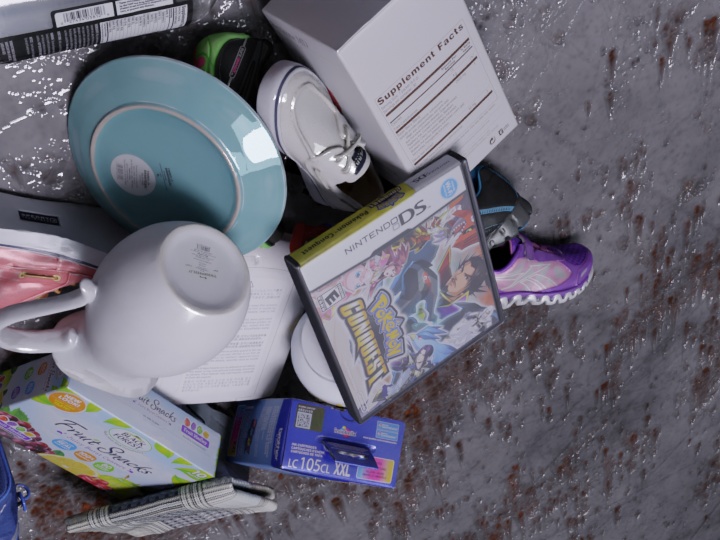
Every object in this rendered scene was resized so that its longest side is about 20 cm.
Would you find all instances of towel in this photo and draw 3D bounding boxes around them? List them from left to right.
[{"bbox_3d":[-0.202,0.272,1.067,0.192,0.035,0.200,-15,162,6],"label":"towel"}]

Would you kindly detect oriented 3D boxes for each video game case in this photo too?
[{"bbox_3d":[0.040,0.020,0.857,0.181,0.025,0.200,-33,130,-17],"label":"video game case"}]

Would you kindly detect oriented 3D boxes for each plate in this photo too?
[{"bbox_3d":[-0.159,-0.082,0.793,0.200,0.026,0.200,11,131,13],"label":"plate"}]

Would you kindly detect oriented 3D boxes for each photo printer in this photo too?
[{"bbox_3d":[-0.140,0.043,0.969,0.166,0.069,0.200,0,127,-32],"label":"photo printer"}]

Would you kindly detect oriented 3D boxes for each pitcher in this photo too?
[{"bbox_3d":[-0.199,0.034,0.792,0.171,0.121,0.200,11,150,-37],"label":"pitcher"}]

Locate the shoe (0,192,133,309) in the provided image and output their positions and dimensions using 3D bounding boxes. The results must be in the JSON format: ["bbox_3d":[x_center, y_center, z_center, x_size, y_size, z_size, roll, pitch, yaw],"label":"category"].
[{"bbox_3d":[-0.279,-0.008,0.848,0.200,0.071,0.091,12,125,-34],"label":"shoe"}]

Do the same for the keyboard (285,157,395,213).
[{"bbox_3d":[-0.021,-0.109,0.946,0.200,0.040,0.104,14,95,-37],"label":"keyboard"}]

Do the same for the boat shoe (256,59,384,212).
[{"bbox_3d":[-0.024,-0.105,0.816,0.071,0.070,0.200,-60,154,-17],"label":"boat shoe"}]

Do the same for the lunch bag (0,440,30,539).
[{"bbox_3d":[-0.423,0.235,0.921,0.200,0.136,0.132,-8,131,-26],"label":"lunch bag"}]

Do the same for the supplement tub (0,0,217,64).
[{"bbox_3d":[-0.186,-0.224,0.672,0.200,0.123,0.123,-18,134,-18],"label":"supplement tub"}]

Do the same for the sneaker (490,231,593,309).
[{"bbox_3d":[0.191,-0.008,1.121,0.200,0.080,0.089,-12,124,-21],"label":"sneaker"}]

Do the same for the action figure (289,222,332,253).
[{"bbox_3d":[0.000,0.000,0.974,0.200,0.065,0.099,-6,107,-61],"label":"action figure"}]

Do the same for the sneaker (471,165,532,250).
[{"bbox_3d":[0.093,-0.027,1.032,0.200,0.073,0.082,-47,107,-12],"label":"sneaker"}]

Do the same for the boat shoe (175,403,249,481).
[{"bbox_3d":[-0.190,0.189,1.081,0.067,0.074,0.200,-10,138,14],"label":"boat shoe"}]

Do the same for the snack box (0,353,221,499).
[{"bbox_3d":[-0.258,0.157,0.952,0.142,0.053,0.200,-20,136,30],"label":"snack box"}]

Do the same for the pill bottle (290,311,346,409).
[{"bbox_3d":[-0.014,0.088,0.997,0.112,0.112,0.200,-29,167,-6],"label":"pill bottle"}]

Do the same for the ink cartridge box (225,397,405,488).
[{"bbox_3d":[-0.045,0.184,1.021,0.136,0.200,0.076,15,74,-24],"label":"ink cartridge box"}]

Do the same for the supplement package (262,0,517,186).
[{"bbox_3d":[0.030,-0.176,0.831,0.120,0.121,0.200,-44,136,-7],"label":"supplement package"}]

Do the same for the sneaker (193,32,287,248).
[{"bbox_3d":[-0.089,-0.109,0.834,0.084,0.077,0.200,-12,120,-6],"label":"sneaker"}]
